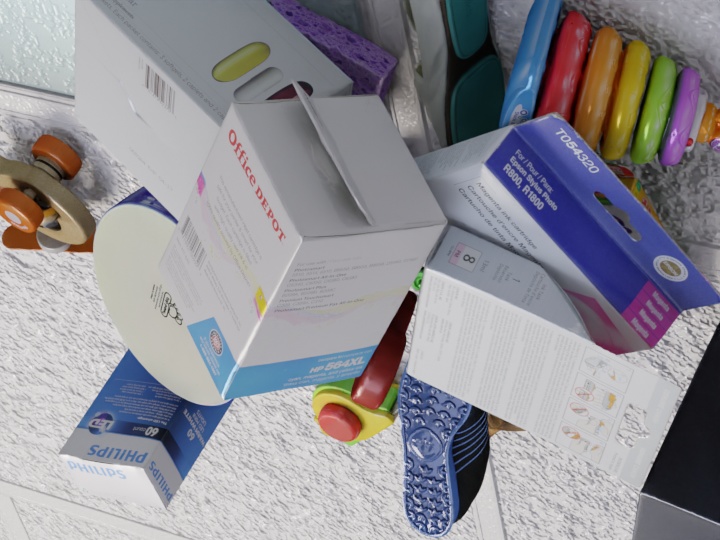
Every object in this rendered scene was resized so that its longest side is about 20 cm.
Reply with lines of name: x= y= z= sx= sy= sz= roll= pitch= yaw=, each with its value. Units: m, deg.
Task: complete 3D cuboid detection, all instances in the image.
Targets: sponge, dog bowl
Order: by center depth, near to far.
sponge: x=-0.043 y=-0.128 z=1.719 sx=0.111 sy=0.030 sz=0.201 roll=28 pitch=145 yaw=5
dog bowl: x=-0.141 y=0.014 z=1.868 sx=0.199 sy=0.079 sz=0.201 roll=30 pitch=136 yaw=33

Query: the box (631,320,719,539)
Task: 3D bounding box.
box: x=0.296 y=0.175 z=1.687 sx=0.122 sy=0.199 sz=0.201 roll=19 pitch=143 yaw=16

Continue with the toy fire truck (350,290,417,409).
toy fire truck: x=0.000 y=0.000 z=1.716 sx=0.111 sy=0.200 sz=0.169 roll=23 pitch=114 yaw=-3

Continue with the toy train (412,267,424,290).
toy train: x=0.113 y=0.042 z=1.672 sx=0.056 sy=0.042 sz=0.200 roll=-25 pitch=123 yaw=34

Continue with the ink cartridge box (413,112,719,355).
ink cartridge box: x=0.127 y=-0.014 z=1.533 sx=0.196 sy=0.043 sz=0.199 roll=45 pitch=149 yaw=-20

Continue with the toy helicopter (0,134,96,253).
toy helicopter: x=-0.317 y=-0.064 z=1.989 sx=0.199 sy=0.079 sz=0.132 roll=13 pitch=152 yaw=42

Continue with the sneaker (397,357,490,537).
sneaker: x=0.075 y=0.125 z=1.819 sx=0.070 sy=0.078 sz=0.202 roll=17 pitch=120 yaw=20

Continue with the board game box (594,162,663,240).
board game box: x=0.184 y=-0.030 z=1.621 sx=0.095 sy=0.030 sz=0.200 roll=10 pitch=155 yaw=28

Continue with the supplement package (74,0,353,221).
supplement package: x=-0.117 y=-0.132 z=1.643 sx=0.200 sy=0.111 sz=0.156 roll=43 pitch=150 yaw=21

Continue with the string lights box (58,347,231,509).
string lights box: x=-0.181 y=0.119 z=1.977 sx=0.102 sy=0.201 sz=0.059 roll=6 pitch=139 yaw=32

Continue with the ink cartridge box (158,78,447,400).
ink cartridge box: x=-0.039 y=-0.026 z=1.515 sx=0.129 sy=0.124 sz=0.201 roll=62 pitch=141 yaw=30

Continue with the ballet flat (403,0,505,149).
ballet flat: x=0.065 y=-0.161 z=1.577 sx=0.069 sy=0.070 sz=0.201 roll=13 pitch=137 yaw=24

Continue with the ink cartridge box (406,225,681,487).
ink cartridge box: x=0.134 y=0.063 z=1.556 sx=0.199 sy=0.057 sz=0.163 roll=22 pitch=150 yaw=8

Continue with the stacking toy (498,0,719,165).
stacking toy: x=0.202 y=-0.114 z=1.505 sx=0.198 sy=0.110 sz=0.117 roll=15 pitch=142 yaw=4

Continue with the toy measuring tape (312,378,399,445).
toy measuring tape: x=0.009 y=0.107 z=1.936 sx=0.073 sy=0.074 sz=0.200 roll=39 pitch=145 yaw=-11

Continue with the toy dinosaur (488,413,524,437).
toy dinosaur: x=0.145 y=0.121 z=1.873 sx=0.106 sy=0.061 sz=0.199 roll=35 pitch=158 yaw=-27
